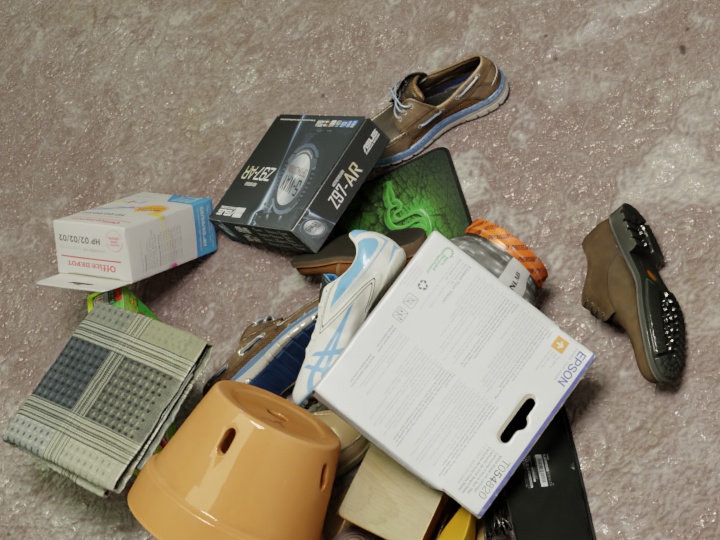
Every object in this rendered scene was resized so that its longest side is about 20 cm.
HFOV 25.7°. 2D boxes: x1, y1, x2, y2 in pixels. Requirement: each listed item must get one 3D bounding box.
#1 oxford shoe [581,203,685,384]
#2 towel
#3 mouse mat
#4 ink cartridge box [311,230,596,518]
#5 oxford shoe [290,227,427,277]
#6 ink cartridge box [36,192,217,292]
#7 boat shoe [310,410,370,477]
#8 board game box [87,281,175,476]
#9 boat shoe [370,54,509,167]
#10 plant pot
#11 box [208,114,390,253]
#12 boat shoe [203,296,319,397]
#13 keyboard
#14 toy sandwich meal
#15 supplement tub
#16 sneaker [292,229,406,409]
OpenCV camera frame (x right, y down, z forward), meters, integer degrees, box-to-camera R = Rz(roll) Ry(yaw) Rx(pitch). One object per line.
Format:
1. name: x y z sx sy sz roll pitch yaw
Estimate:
1. oxford shoe: 0.265 0.036 1.558 0.084 0.072 0.201 -35 44 27
2. towel: -0.266 0.135 1.684 0.199 0.035 0.193 17 66 40
3. mouse mat: 0.048 -0.039 1.768 0.160 0.008 0.201 -26 50 13
4. ink cartridge box: 0.089 0.099 1.507 0.200 0.041 0.200 38 79 4
5. oxford shoe: 0.000 0.000 1.725 0.199 0.072 0.071 0 29 47
6. ink cartridge box: -0.273 -0.035 1.834 0.114 0.068 0.200 6 18 33
7. boat shoe: -0.077 0.185 1.647 0.199 0.065 0.072 -22 50 16
8. board game box: -0.255 0.124 1.769 0.047 0.102 0.201 -23 50 14
9. boat shoe: 0.068 -0.192 1.816 0.199 0.072 0.073 -29 49 10
10. plant pot: -0.108 0.200 1.538 0.200 0.199 0.141 33 99 41
11. box: -0.073 -0.103 1.818 0.199 0.043 0.161 11 63 56
12. boat shoe: -0.096 0.086 1.712 0.200 0.072 0.072 -40 46 1
13. keyboard: 0.161 0.204 1.526 0.103 0.040 0.201 -6 52 -2
14. toy sandwich meal: 0.034 0.252 1.532 0.204 0.070 0.207 -15 52 21
15. supplement tub: 0.094 0.054 1.599 0.122 0.123 0.200 30 77 40
16. sneaker: -0.023 0.051 1.642 0.072 0.072 0.201 30 98 14
